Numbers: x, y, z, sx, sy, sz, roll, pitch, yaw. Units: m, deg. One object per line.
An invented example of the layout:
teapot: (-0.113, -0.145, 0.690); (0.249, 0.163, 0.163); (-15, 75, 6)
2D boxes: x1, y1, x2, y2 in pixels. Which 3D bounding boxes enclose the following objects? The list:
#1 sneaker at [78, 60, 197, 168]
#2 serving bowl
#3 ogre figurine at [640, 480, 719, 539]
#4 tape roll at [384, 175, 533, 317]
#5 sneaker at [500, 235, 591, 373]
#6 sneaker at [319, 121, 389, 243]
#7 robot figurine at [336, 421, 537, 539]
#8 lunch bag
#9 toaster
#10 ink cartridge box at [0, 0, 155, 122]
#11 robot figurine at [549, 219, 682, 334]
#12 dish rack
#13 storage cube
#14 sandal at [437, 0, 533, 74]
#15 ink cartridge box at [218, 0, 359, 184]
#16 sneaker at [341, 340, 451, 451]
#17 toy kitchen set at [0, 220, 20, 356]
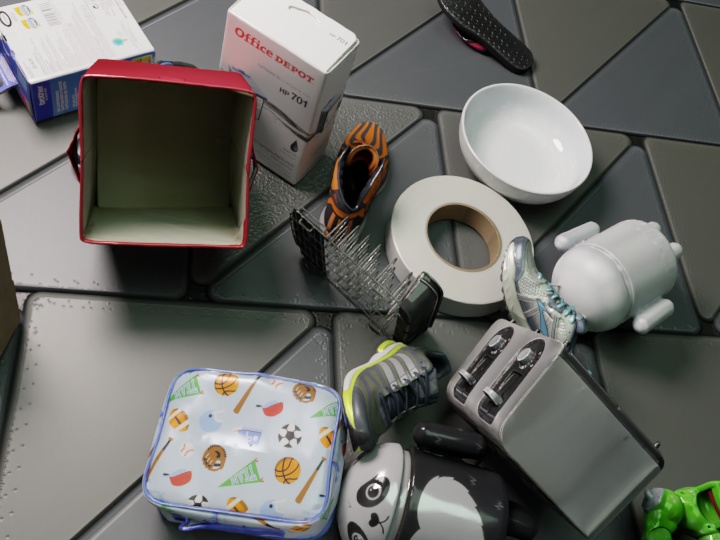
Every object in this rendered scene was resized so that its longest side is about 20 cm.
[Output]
sneaker: (-0.273, -0.202, 0.999); (0.199, 0.112, 0.073); (-32, 70, -30)
serving bowl: (0.228, -0.172, 1.154); (0.197, 0.066, 0.203); (8, 57, -12)
ogre figurine: (0.381, 0.299, 0.888); (0.196, 0.098, 0.122); (-3, 71, -5)
tape roll: (0.130, -0.034, 1.058); (0.199, 0.037, 0.205); (8, 56, -11)
sneaker: (0.228, 0.054, 0.967); (0.077, 0.085, 0.203); (-4, 81, -62)
sneaker: (0.006, -0.138, 1.040); (0.076, 0.112, 0.202); (17, 56, -5)
robot figurine: (0.074, 0.249, 0.809); (0.197, 0.126, 0.152); (17, 49, -4)
lunch bag: (-0.116, 0.186, 0.804); (0.197, 0.076, 0.162); (5, 61, 7)
toaster: (0.199, 0.161, 0.838); (0.119, 0.181, 0.200); (-45, 102, -4)
ink cartridge box: (-0.385, -0.280, 1.037); (0.198, 0.077, 0.137); (-24, 67, -29)
robot figurine: (0.328, 0.007, 1.043); (0.198, 0.114, 0.170); (-26, 59, -28)
dish rack: (0.000, 0.000, 0.935); (0.199, 0.154, 0.055); (41, 73, 13)
storage cube: (-0.217, -0.135, 0.896); (0.197, 0.174, 0.180); (2, 19, -14)
sandal: (0.192, -0.385, 1.298); (0.200, 0.045, 0.075); (42, 61, -6)
ink cartridge box: (-0.101, -0.232, 1.013); (0.145, 0.201, 0.086); (33, 54, 7)
sneaker: (0.039, 0.125, 0.854); (0.080, 0.075, 0.200); (-6, 18, 24)
toy kitchen set: (-0.444, 0.059, 0.744); (0.161, 0.181, 0.202); (16, 51, -5)
